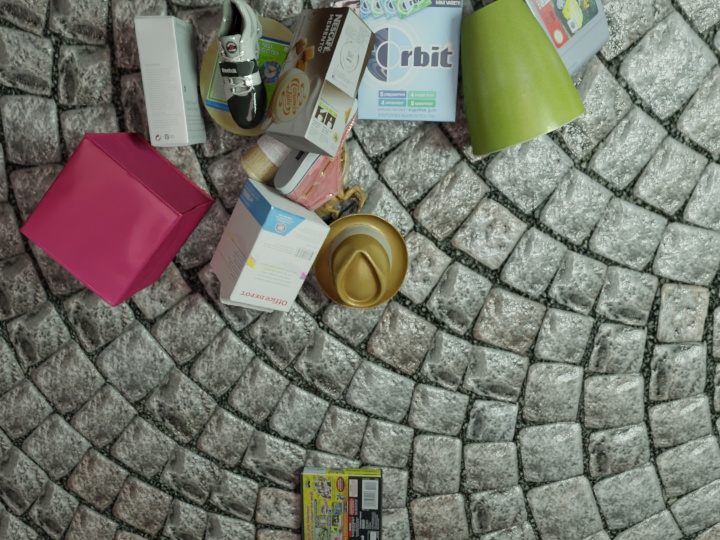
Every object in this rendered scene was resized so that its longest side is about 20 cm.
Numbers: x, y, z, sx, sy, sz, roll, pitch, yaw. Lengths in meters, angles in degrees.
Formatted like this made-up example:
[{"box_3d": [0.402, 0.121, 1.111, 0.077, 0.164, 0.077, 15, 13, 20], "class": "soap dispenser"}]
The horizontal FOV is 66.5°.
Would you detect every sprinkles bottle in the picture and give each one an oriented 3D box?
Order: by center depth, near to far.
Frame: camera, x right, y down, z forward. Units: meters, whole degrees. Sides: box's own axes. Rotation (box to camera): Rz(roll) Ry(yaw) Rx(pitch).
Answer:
[{"box_3d": [-0.126, -0.241, 0.972, 0.199, 0.068, 0.068, -43, 99, 12], "class": "sprinkles bottle"}]

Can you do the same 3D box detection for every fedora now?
[{"box_3d": [0.000, 0.000, 1.001, 0.195, 0.082, 0.205, 0, 120, -1], "class": "fedora"}]

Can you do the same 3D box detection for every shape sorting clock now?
[{"box_3d": [-0.186, -0.334, 0.948, 0.195, 0.039, 0.206, 1, 92, 14], "class": "shape sorting clock"}]

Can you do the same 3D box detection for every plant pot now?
[{"box_3d": [0.234, -0.315, 0.872, 0.183, 0.187, 0.204, -21, 103, 8], "class": "plant pot"}]

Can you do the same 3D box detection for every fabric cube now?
[{"box_3d": [-0.409, -0.098, 0.959, 0.195, 0.200, 0.200, 39, 101, -7], "class": "fabric cube"}]

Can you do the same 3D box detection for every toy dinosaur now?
[{"box_3d": [-0.038, -0.151, 0.996, 0.104, 0.061, 0.203, 25, 104, -2], "class": "toy dinosaur"}]

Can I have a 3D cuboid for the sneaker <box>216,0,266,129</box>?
[{"box_3d": [-0.201, -0.336, 0.888, 0.072, 0.088, 0.206, -4, 92, 12], "class": "sneaker"}]

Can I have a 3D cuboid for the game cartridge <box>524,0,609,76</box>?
[{"box_3d": [0.323, -0.427, 0.889, 0.133, 0.041, 0.201, -43, 109, -14], "class": "game cartridge"}]

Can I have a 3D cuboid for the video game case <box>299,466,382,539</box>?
[{"box_3d": [-0.041, 0.522, 1.192, 0.176, 0.026, 0.205, 1, 106, 2], "class": "video game case"}]

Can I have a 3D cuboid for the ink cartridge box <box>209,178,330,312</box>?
[{"box_3d": [-0.170, -0.032, 0.976, 0.127, 0.125, 0.203, 17, 109, -41], "class": "ink cartridge box"}]

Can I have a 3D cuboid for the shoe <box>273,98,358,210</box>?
[{"box_3d": [-0.056, -0.198, 0.939, 0.201, 0.072, 0.090, -50, 134, 10], "class": "shoe"}]

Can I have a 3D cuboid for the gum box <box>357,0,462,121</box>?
[{"box_3d": [0.079, -0.353, 0.907, 0.165, 0.045, 0.205, 3, 104, 2], "class": "gum box"}]

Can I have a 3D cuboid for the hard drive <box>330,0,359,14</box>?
[{"box_3d": [0.054, -0.397, 0.939, 0.195, 0.038, 0.143, -7, 105, 4], "class": "hard drive"}]

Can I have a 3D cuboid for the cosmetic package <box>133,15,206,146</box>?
[{"box_3d": [-0.323, -0.321, 0.946, 0.072, 0.102, 0.205, -1, 106, 2], "class": "cosmetic package"}]

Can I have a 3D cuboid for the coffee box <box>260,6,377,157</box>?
[{"box_3d": [-0.066, -0.294, 0.860, 0.113, 0.079, 0.204, 20, 90, 38], "class": "coffee box"}]
